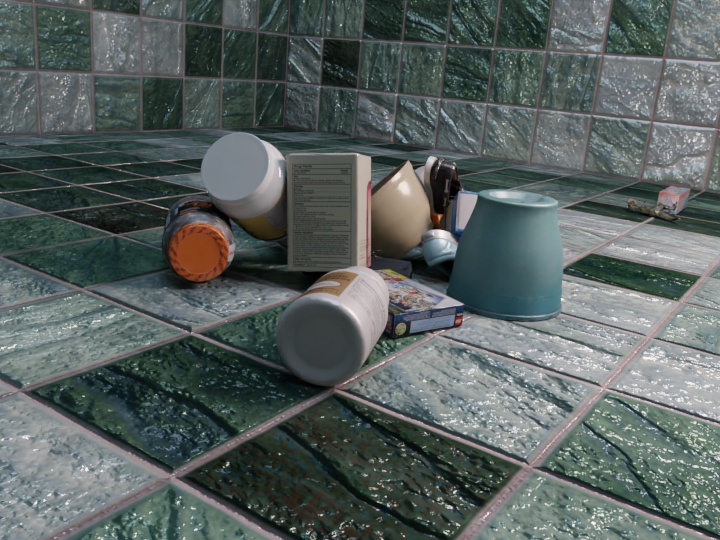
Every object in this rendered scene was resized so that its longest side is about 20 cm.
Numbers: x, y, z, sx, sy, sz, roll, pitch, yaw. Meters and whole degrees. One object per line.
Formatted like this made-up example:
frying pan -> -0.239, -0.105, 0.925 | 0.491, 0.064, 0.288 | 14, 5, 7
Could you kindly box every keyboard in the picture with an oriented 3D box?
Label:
keyboard -> 0.000, 0.000, 1.300 | 0.200, 0.040, 0.104 | 10, 39, 14

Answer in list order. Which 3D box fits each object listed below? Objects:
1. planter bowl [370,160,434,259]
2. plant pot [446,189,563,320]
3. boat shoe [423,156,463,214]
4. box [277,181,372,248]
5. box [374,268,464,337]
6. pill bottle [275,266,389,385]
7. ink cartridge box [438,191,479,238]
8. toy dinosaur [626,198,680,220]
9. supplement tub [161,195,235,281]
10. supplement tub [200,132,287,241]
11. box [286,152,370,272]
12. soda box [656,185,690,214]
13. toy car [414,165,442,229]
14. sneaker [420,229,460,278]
planter bowl -> 0.060, -0.102, 1.386 | 0.135, 0.200, 0.200 | 48, 15, -8
plant pot -> 0.257, -0.037, 1.201 | 0.200, 0.188, 0.200 | 5, 16, -1
boat shoe -> 0.176, -0.164, 1.411 | 0.060, 0.074, 0.200 | 16, -19, 21
box -> -0.085, -0.125, 1.397 | 0.048, 0.200, 0.158 | 45, -9, -23
box -> 0.047, 0.047, 1.118 | 0.136, 0.038, 0.200 | -6, 20, -34
pill bottle -> -0.025, 0.061, 0.916 | 0.114, 0.115, 0.200 | 8, 16, 12
ink cartridge box -> 0.242, -0.086, 1.404 | 0.144, 0.084, 0.200 | 5, -12, -3
toy dinosaur -> 0.919, -0.186, 2.156 | 0.088, 0.048, 0.200 | -20, 27, -25
supplement tub -> -0.283, -0.055, 1.224 | 0.122, 0.123, 0.200 | 0, 17, -15
supplement tub -> -0.184, -0.145, 1.245 | 0.145, 0.146, 0.200 | 10, -13, 17
box -> -0.052, -0.100, 1.215 | 0.128, 0.200, 0.109 | 2, 6, 14
soda box -> 1.026, -0.232, 2.299 | 0.063, 0.069, 0.200 | 16, 20, 32
toy car -> 0.164, -0.131, 1.605 | 0.150, 0.175, 0.200 | -36, 26, -6
sneaker -> 0.191, -0.013, 1.344 | 0.200, 0.082, 0.074 | 14, -25, -34
